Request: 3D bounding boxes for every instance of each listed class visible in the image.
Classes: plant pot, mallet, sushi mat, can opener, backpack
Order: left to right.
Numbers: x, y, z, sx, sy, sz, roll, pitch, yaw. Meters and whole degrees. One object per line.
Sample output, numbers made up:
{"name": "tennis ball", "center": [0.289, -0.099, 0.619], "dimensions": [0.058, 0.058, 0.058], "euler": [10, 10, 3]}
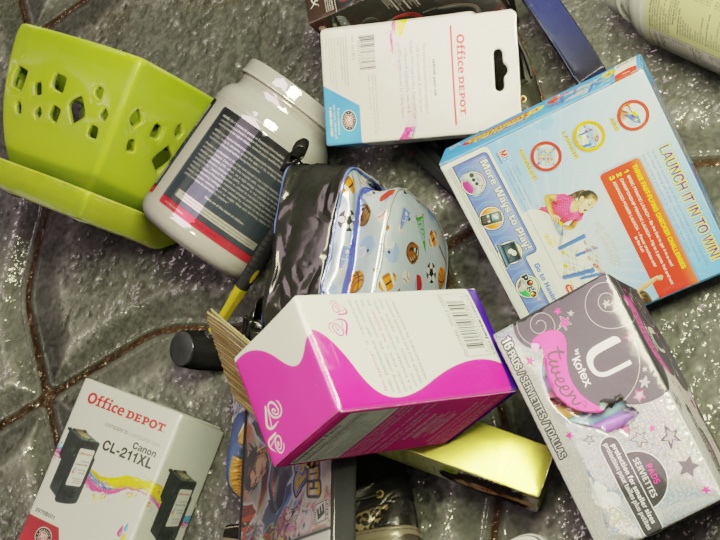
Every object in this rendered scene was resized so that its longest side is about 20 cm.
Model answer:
{"name": "plant pot", "center": [-0.282, -0.140, 1.493], "dimensions": [0.198, 0.200, 0.183], "euler": [19, 88, 33]}
{"name": "mallet", "center": [-0.132, 0.023, 1.375], "dimensions": [0.041, 0.066, 0.201], "euler": [49, 123, 35]}
{"name": "sushi mat", "center": [-0.093, 0.101, 1.209], "dimensions": [0.012, 0.096, 0.200], "euler": [-23, 21, -18]}
{"name": "backpack", "center": [0.000, 0.000, 1.280], "dimensions": [0.153, 0.190, 0.202], "euler": [10, 81, 25]}
{"name": "can opener", "center": [0.069, -0.135, 1.373], "dimensions": [0.063, 0.079, 0.201], "euler": [-35, 67, 3]}

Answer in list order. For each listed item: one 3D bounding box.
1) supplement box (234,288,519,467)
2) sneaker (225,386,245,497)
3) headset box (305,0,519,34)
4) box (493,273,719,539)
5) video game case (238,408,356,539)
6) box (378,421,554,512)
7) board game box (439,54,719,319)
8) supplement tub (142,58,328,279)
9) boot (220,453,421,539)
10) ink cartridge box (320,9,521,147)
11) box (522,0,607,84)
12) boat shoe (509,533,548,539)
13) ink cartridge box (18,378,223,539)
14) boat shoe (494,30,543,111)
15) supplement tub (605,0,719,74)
{"name": "supplement box", "center": [0.014, 0.084, 1.093], "dimensions": [0.103, 0.199, 0.102], "euler": [-43, 60, 39]}
{"name": "sneaker", "center": [-0.097, 0.131, 1.364], "dimensions": [0.088, 0.075, 0.202], "euler": [4, 72, 52]}
{"name": "headset box", "center": [0.061, -0.286, 1.383], "dimensions": [0.199, 0.149, 0.076], "euler": [-19, 63, 21]}
{"name": "box", "center": [0.216, 0.119, 1.119], "dimensions": [0.114, 0.132, 0.201], "euler": [-30, 74, 16]}
{"name": "video game case", "center": [-0.058, 0.181, 1.195], "dimensions": [0.181, 0.025, 0.202], "euler": [-36, 47, 51]}
{"name": "box", "center": [0.073, 0.155, 1.208], "dimensions": [0.199, 0.075, 0.050], "euler": [19, 72, 15]}
{"name": "board game box", "center": [0.202, -0.057, 1.197], "dimensions": [0.195, 0.201, 0.056], "euler": [-24, 16, 18]}
{"name": "supplement tub", "center": [-0.123, -0.105, 1.418], "dimensions": [0.140, 0.140, 0.201], "euler": [36, 90, 34]}
{"name": "boot", "center": [-0.038, 0.201, 1.289], "dimensions": [0.198, 0.073, 0.152], "euler": [-8, 68, 22]}
{"name": "ink cartridge box", "center": [0.066, -0.184, 1.306], "dimensions": [0.198, 0.068, 0.116], "euler": [-2, 92, 22]}
{"name": "box", "center": [0.207, -0.205, 1.286], "dimensions": [0.032, 0.121, 0.201], "euler": [-33, 59, 12]}
{"name": "boat shoe", "center": [0.089, 0.304, 1.182], "dimensions": [0.200, 0.066, 0.072], "euler": [-40, 57, 10]}
{"name": "ink cartridge box", "center": [-0.250, 0.229, 1.390], "dimensions": [0.145, 0.083, 0.201], "euler": [14, 79, 33]}
{"name": "boat shoe", "center": [0.149, -0.160, 1.338], "dimensions": [0.073, 0.063, 0.203], "euler": [-20, 64, 19]}
{"name": "supplement tub", "center": [0.335, -0.255, 1.220], "dimensions": [0.199, 0.145, 0.146], "euler": [34, 89, 34]}
